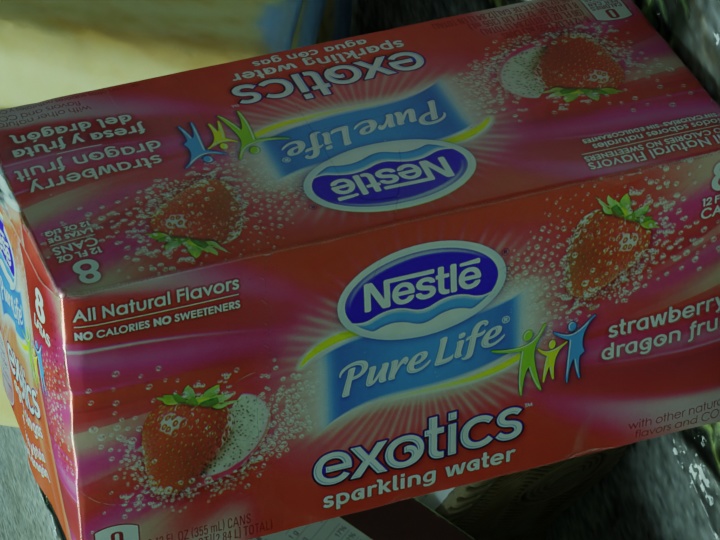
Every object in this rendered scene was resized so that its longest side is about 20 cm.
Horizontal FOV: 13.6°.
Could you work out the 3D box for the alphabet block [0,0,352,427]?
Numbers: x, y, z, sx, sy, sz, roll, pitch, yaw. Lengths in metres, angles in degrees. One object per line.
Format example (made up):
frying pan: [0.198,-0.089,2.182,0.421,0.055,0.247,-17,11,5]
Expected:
alphabet block: [-0.112,-0.073,1.049,0.196,0.199,0.197,-78,-5,-47]

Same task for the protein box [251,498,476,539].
protein box: [-0.007,0.183,0.972,0.200,0.135,0.199,34,148,13]

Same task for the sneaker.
sneaker: [0.029,0.037,1.006,0.200,0.071,0.113,115,136,-67]

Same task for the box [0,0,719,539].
box: [0.000,0.000,0.846,0.096,0.199,0.100,-122,25,-50]
